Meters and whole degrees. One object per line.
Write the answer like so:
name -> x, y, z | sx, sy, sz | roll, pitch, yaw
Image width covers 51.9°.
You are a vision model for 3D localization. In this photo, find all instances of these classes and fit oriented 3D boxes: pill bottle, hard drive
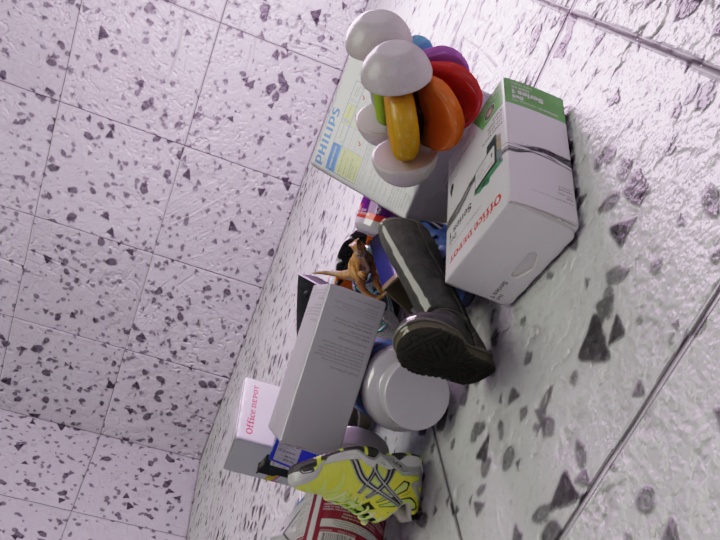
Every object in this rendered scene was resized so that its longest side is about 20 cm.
pill bottle -> 0.043, 0.145, 0.954 | 0.200, 0.108, 0.110 | 175, 112, -76
hard drive -> -0.058, 0.115, 1.209 | 0.134, 0.042, 0.203 | 25, 120, 51
pill bottle -> 0.069, -0.147, 1.222 | 0.112, 0.111, 0.202 | -165, 92, -77
pill bottle -> -0.021, 0.304, 0.925 | 0.201, 0.109, 0.110 | -75, 11, -47

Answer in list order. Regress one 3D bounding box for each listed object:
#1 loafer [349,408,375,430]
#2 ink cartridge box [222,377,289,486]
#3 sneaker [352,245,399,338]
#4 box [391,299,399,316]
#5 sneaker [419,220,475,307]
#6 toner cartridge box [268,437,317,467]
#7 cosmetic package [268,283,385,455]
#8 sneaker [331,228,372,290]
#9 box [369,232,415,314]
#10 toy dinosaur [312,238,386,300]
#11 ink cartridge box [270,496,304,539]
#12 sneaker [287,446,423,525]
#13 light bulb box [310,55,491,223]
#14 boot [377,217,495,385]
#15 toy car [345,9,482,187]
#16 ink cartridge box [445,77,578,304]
loafer -> -0.017, 0.185, 1.125 | 0.075, 0.069, 0.202 | 49, 146, 43
ink cartridge box -> -0.125, 0.284, 1.270 | 0.146, 0.198, 0.083 | -91, 23, -55
sneaker -> 0.014, 0.052, 1.148 | 0.087, 0.077, 0.202 | 58, -160, -54
box -> 0.004, 0.125, 1.279 | 0.200, 0.049, 0.163 | 136, 148, -63
sneaker -> 0.105, -0.013, 0.963 | 0.200, 0.081, 0.075 | -114, 46, -70
toner cartridge box -> -0.081, 0.256, 1.137 | 0.200, 0.094, 0.044 | -107, 41, -85
cosmetic package -> -0.045, 0.123, 0.934 | 0.113, 0.080, 0.202 | 176, 111, -76
sneaker -> -0.023, 0.017, 1.300 | 0.092, 0.075, 0.202 | -179, 112, -82
box -> 0.068, 0.015, 0.995 | 0.032, 0.121, 0.200 | -43, 20, 14
toy dinosaur -> 0.000, 0.000, 1.081 | 0.060, 0.106, 0.200 | -39, -5, -21
ink cartridge box -> -0.049, 0.354, 1.057 | 0.116, 0.067, 0.200 | -45, -2, -29
sneaker -> 0.004, 0.247, 0.841 | 0.075, 0.199, 0.077 | -28, 58, 41
light bulb box -> 0.062, -0.200, 1.077 | 0.199, 0.124, 0.200 | 33, 109, 33
boot -> 0.065, 0.018, 0.813 | 0.072, 0.182, 0.202 | -28, 58, 18
toy car -> 0.069, -0.218, 0.905 | 0.201, 0.148, 0.176 | -109, 6, -46
ink cartridge box -> 0.161, -0.088, 0.819 | 0.147, 0.083, 0.202 | 122, 162, -47
